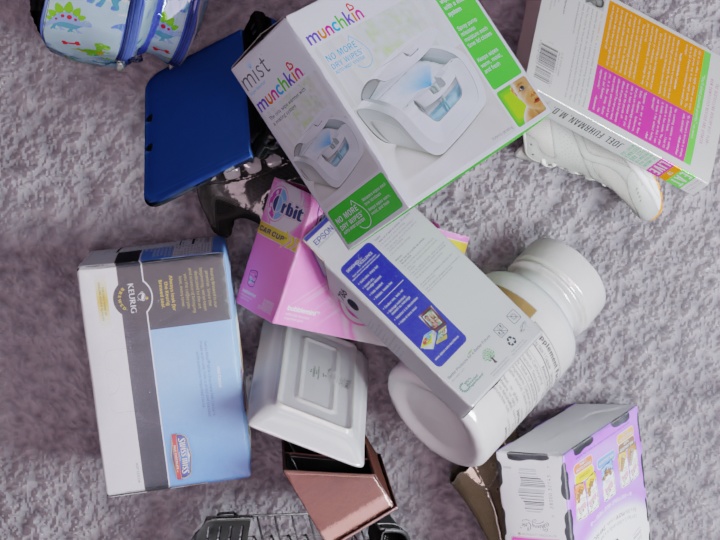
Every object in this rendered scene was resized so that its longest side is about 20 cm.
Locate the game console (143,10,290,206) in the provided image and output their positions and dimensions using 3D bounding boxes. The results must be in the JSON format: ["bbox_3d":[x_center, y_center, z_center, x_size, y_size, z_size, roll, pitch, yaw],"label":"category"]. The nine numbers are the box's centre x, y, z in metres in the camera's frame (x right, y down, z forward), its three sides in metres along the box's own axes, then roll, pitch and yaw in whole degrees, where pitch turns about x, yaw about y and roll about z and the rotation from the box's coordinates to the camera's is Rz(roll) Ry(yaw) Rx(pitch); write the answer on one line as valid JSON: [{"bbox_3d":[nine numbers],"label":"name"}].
[{"bbox_3d":[-0.086,-0.120,1.429,0.169,0.201,0.119,23,123,-23],"label":"game console"}]

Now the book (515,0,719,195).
[{"bbox_3d":[0.230,-0.167,1.461,0.198,0.048,0.135,27,57,-18],"label":"book"}]

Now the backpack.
[{"bbox_3d":[-0.194,-0.259,1.386,0.145,0.200,0.185,13,96,-7],"label":"backpack"}]

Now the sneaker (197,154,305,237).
[{"bbox_3d":[-0.054,-0.076,1.494,0.197,0.067,0.092,-11,102,0],"label":"sneaker"}]

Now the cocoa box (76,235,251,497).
[{"bbox_3d":[-0.169,0.080,1.467,0.129,0.133,0.203,-7,98,-4],"label":"cocoa box"}]

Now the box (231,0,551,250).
[{"bbox_3d":[0.026,-0.145,1.342,0.199,0.096,0.178,-33,90,-40],"label":"box"}]

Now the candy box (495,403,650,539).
[{"bbox_3d":[0.198,0.239,1.502,0.071,0.167,0.203,-1,100,33],"label":"candy box"}]

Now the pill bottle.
[{"bbox_3d":[0.126,0.067,1.474,0.200,0.114,0.115,-45,100,-26],"label":"pill bottle"}]

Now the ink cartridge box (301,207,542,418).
[{"bbox_3d":[0.049,0.019,1.390,0.200,0.039,0.099,46,66,6],"label":"ink cartridge box"}]

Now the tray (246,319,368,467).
[{"bbox_3d":[-0.040,0.097,1.449,0.106,0.200,0.022,22,113,-8],"label":"tray"}]

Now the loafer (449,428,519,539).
[{"bbox_3d":[0.118,0.201,1.543,0.067,0.076,0.203,-8,89,-2],"label":"loafer"}]

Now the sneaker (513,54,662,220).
[{"bbox_3d":[0.193,-0.115,1.512,0.092,0.076,0.200,-40,92,9],"label":"sneaker"}]

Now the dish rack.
[{"bbox_3d":[-0.063,0.287,1.515,0.197,0.055,0.155,2,115,-17],"label":"dish rack"}]

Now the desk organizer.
[{"bbox_3d":[-0.023,0.171,1.460,0.071,0.200,0.078,-30,97,0],"label":"desk organizer"}]

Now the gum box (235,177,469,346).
[{"bbox_3d":[0.000,0.000,1.465,0.198,0.066,0.115,13,98,-39],"label":"gum box"}]
